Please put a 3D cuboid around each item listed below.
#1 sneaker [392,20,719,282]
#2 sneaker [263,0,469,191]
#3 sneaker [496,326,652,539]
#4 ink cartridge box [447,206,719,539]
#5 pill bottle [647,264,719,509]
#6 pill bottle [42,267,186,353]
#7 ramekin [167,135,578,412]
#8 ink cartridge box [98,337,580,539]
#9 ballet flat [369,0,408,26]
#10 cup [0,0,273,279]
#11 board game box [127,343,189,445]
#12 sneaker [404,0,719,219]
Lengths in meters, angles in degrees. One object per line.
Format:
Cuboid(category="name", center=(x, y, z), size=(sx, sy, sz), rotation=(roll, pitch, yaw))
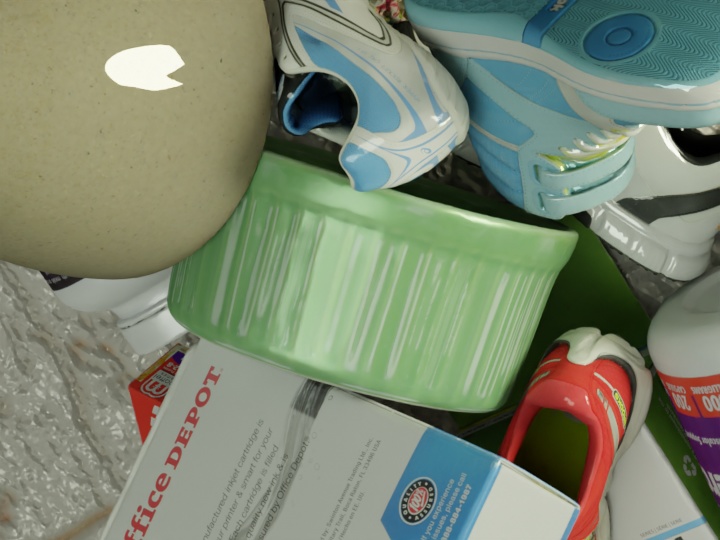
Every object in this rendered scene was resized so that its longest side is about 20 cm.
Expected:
Cuboid(category="sneaker", center=(0.104, -0.077, 1.316), size=(0.200, 0.074, 0.080), rotation=(28, 118, -8))
Cuboid(category="sneaker", center=(-0.022, -0.107, 1.251), size=(0.200, 0.072, 0.072), rotation=(50, 162, 46))
Cuboid(category="sneaker", center=(0.085, 0.123, 1.327), size=(0.077, 0.085, 0.200), rotation=(20, 119, 17))
Cuboid(category="ink cartridge box", center=(0.093, 0.078, 1.397), size=(0.148, 0.076, 0.200), rotation=(-27, 103, 33))
Cuboid(category="pill bottle", center=(0.228, 0.093, 1.320), size=(0.112, 0.112, 0.200), rotation=(-17, 106, 30))
Cuboid(category="pill bottle", center=(-0.143, -0.059, 1.405), size=(0.112, 0.112, 0.200), rotation=(-27, 101, 33))
Cuboid(category="ramekin", center=(0.000, 0.000, 1.313), size=(0.200, 0.200, 0.098), rotation=(18, 95, 16))
Cuboid(category="ink cartridge box", center=(-0.017, 0.134, 1.277), size=(0.200, 0.084, 0.145), rotation=(22, 84, 39))
Cuboid(category="ballet flat", center=(0.020, -0.182, 1.283), size=(0.064, 0.076, 0.200), rotation=(11, 151, -2))
Cuboid(category="cup", center=(-0.162, -0.090, 1.219), size=(0.200, 0.143, 0.201), rotation=(4, 97, 36))
Cuboid(category="board game box", center=(-0.029, 0.140, 1.450), size=(0.200, 0.046, 0.152), rotation=(22, 139, 35))
Cuboid(category="sneaker", center=(0.115, -0.073, 1.200), size=(0.200, 0.079, 0.131), rotation=(25, 147, 49))
